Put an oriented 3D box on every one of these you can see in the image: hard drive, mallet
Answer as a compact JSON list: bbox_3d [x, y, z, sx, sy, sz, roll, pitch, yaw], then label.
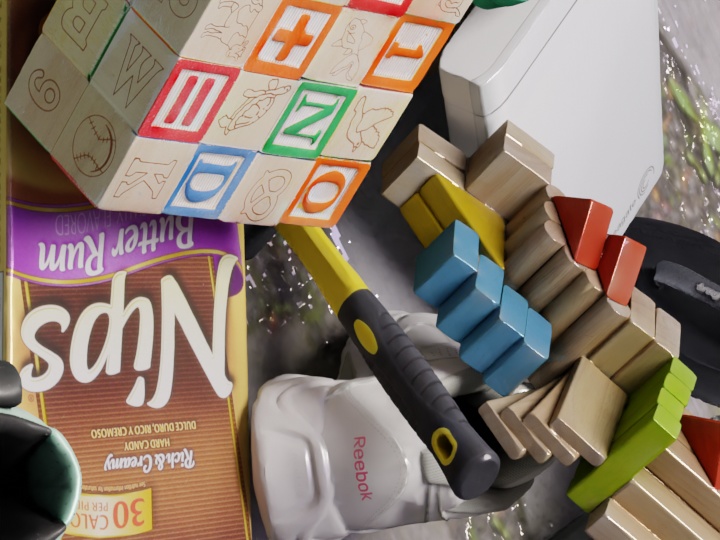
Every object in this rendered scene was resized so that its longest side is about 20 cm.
[{"bbox_3d":[0.082,-0.061,0.989,0.132,0.027,0.200,-55,155,-26],"label":"hard drive"},{"bbox_3d":[0.000,0.000,0.847,0.041,0.200,0.066,17,109,-41],"label":"mallet"}]

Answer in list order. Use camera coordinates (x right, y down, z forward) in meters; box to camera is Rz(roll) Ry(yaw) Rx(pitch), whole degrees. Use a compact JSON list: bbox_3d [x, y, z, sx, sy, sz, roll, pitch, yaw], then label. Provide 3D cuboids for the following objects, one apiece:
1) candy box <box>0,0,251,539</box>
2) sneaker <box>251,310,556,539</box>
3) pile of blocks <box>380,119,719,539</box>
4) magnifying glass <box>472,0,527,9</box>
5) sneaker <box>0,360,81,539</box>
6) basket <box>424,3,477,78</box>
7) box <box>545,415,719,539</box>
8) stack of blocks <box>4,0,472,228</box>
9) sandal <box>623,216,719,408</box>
[{"bbox_3d":[-0.095,0.004,0.834,0.117,0.056,0.200,14,70,-49],"label":"candy box"},{"bbox_3d":[0.034,0.061,0.913,0.200,0.099,0.078,-33,118,-69],"label":"sneaker"},{"bbox_3d":[0.077,0.020,0.854,0.200,0.062,0.082,53,31,15],"label":"pile of blocks"},{"bbox_3d":[0.051,-0.183,0.904,0.080,0.022,0.200,50,36,-46],"label":"magnifying glass"},{"bbox_3d":[-0.171,0.069,0.673,0.200,0.118,0.074,-12,90,-50],"label":"sneaker"},{"bbox_3d":[-0.038,-0.158,0.889,0.200,0.136,0.180,35,12,-48],"label":"basket"},{"bbox_3d":[0.190,0.175,1.022,0.148,0.124,0.200,3,54,-50],"label":"box"},{"bbox_3d":[-0.014,-0.112,0.774,0.115,0.200,0.059,3,35,-50],"label":"stack of blocks"},{"bbox_3d":[0.155,0.014,1.053,0.076,0.200,0.043,11,111,-19],"label":"sandal"}]
